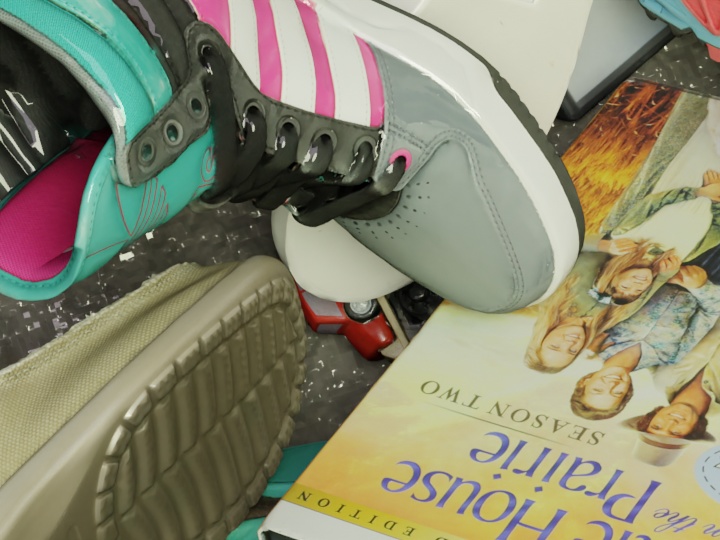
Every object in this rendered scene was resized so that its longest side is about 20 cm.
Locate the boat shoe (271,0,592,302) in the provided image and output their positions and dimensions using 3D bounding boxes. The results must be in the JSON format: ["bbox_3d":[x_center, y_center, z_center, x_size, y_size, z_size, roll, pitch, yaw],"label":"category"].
[{"bbox_3d":[0.022,-0.089,0.827,0.072,0.069,0.201,7,116,-27],"label":"boat shoe"}]

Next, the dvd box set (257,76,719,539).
[{"bbox_3d":[0.086,0.030,0.776,0.146,0.030,0.200,16,48,31],"label":"dvd box set"}]

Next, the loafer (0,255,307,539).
[{"bbox_3d":[-0.088,0.058,0.756,0.068,0.076,0.200,21,47,30],"label":"loafer"}]

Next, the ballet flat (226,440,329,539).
[{"bbox_3d":[-0.036,0.082,0.835,0.199,0.067,0.071,-2,105,16],"label":"ballet flat"}]

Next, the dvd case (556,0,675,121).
[{"bbox_3d":[0.063,-0.163,0.869,0.143,0.018,0.200,-40,116,-10],"label":"dvd case"}]

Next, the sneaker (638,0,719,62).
[{"bbox_3d":[0.142,-0.088,0.794,0.199,0.096,0.079,30,58,31],"label":"sneaker"}]

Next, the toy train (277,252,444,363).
[{"bbox_3d":[0.000,0.000,0.879,0.046,0.034,0.201,-29,78,6],"label":"toy train"}]

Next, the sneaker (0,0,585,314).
[{"bbox_3d":[-0.038,-0.030,0.731,0.200,0.084,0.121,39,52,-12],"label":"sneaker"}]
